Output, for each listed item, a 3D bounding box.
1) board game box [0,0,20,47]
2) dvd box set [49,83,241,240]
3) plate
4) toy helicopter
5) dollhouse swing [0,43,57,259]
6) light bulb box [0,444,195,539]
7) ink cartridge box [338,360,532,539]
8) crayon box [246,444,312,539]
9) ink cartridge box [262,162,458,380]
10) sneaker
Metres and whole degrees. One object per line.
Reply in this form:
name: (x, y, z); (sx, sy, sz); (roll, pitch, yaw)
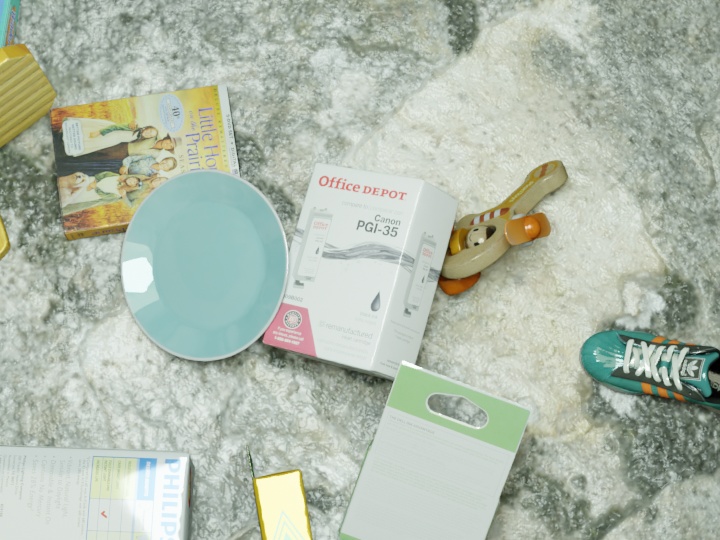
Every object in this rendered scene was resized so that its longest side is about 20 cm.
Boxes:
board game box: (-0.486, -0.265, 1.513); (0.198, 0.045, 0.153); (7, 76, -1)
dvd box set: (-0.233, -0.120, 1.497); (0.198, 0.029, 0.148); (-8, 77, -4)
plate: (-0.162, -0.006, 1.440); (0.198, 0.026, 0.202); (-1, 89, 22)
toy helicopter: (0.159, -0.058, 1.459); (0.200, 0.132, 0.079); (-42, 111, -28)
dollhouse swing: (-0.377, -0.099, 1.395); (0.175, 0.200, 0.183); (-22, 78, -6)
light bulb box: (-0.269, 0.280, 1.352); (0.198, 0.125, 0.200); (3, 76, -3)
ink cartridge box: (0.075, 0.202, 1.386); (0.144, 0.048, 0.202); (20, 101, 3)
crayon box: (-0.072, 0.275, 1.360); (0.051, 0.126, 0.202); (-10, 77, -5)
ink cartridge box: (0.000, 0.000, 1.411); (0.146, 0.083, 0.202); (11, 82, 34)
sneaker: (0.333, 0.102, 1.442); (0.198, 0.080, 0.072); (13, 76, 1)
